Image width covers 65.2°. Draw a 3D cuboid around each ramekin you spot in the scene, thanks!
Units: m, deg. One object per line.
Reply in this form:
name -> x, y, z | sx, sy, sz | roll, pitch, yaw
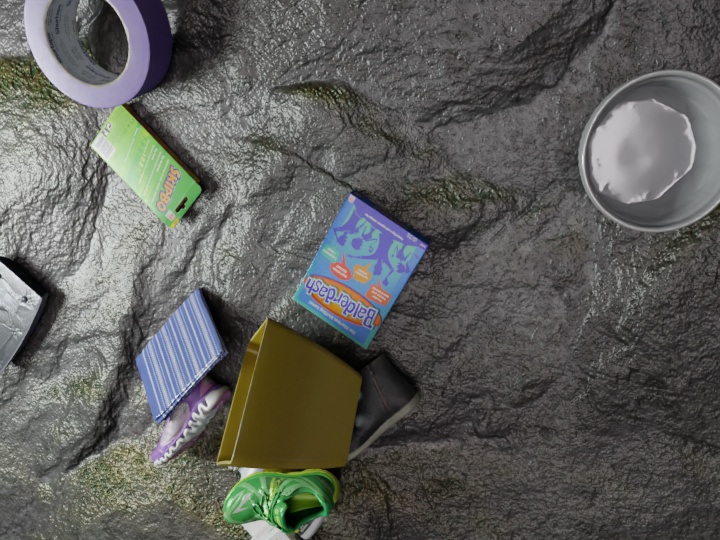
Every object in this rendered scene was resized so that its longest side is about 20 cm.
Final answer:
ramekin -> 0.394, -0.161, 0.767 | 0.194, 0.105, 0.207 | 3, 103, 11

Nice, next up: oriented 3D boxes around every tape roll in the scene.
tape roll -> -0.398, -0.362, 0.866 | 0.193, 0.086, 0.205 | 4, 118, 7

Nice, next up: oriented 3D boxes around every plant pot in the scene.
plant pot -> -0.106, 0.216, 0.881 | 0.172, 0.200, 0.206 | 17, 67, -14

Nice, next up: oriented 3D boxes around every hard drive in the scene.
hard drive -> -0.676, 0.084, 1.064 | 0.134, 0.042, 0.201 | 39, 106, 1

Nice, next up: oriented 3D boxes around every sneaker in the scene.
sneaker -> -0.322, 0.261, 1.018 | 0.088, 0.080, 0.201 | 41, 102, 7
sneaker -> -0.002, 0.233, 0.952 | 0.199, 0.075, 0.107 | -41, 88, 7
sneaker -> -0.129, 0.360, 0.878 | 0.194, 0.084, 0.076 | -14, 101, 9

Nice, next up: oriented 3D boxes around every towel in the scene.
towel -> -0.317, 0.150, 0.987 | 0.200, 0.024, 0.146 | -45, 58, 16

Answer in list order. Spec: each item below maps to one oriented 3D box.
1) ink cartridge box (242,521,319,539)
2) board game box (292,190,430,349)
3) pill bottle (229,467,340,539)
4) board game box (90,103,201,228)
ink cartridge box -> -0.138, 0.527, 1.037 | 0.116, 0.068, 0.201 | -41, 91, 16
board game box -> 0.000, 0.000, 0.910 | 0.150, 0.045, 0.203 | 31, 107, 3
pill bottle -> -0.140, 0.357, 0.980 | 0.198, 0.111, 0.113 | 37, 106, 2
board game box -> -0.359, -0.175, 0.954 | 0.200, 0.030, 0.096 | 46, 107, 2
